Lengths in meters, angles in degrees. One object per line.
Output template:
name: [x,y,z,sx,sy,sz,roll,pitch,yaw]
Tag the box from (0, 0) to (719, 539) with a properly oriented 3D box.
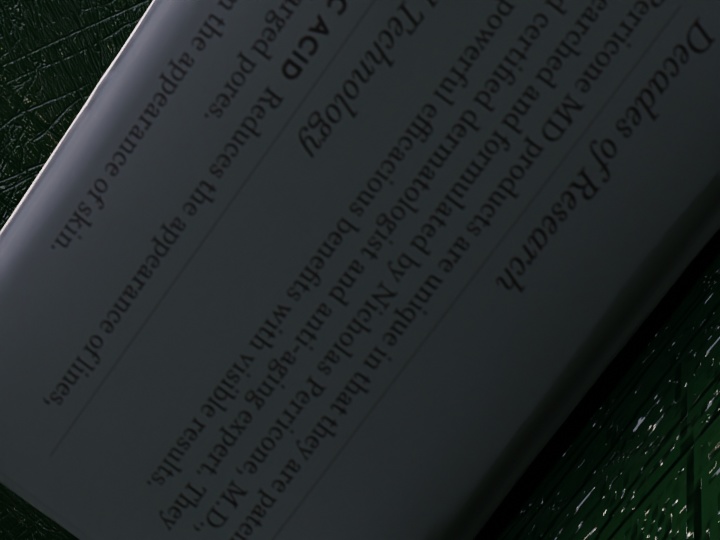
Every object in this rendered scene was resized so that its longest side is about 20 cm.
box: [0.006,-0.027,0.472,0.201,0.130,0.199,-53,3,13]
